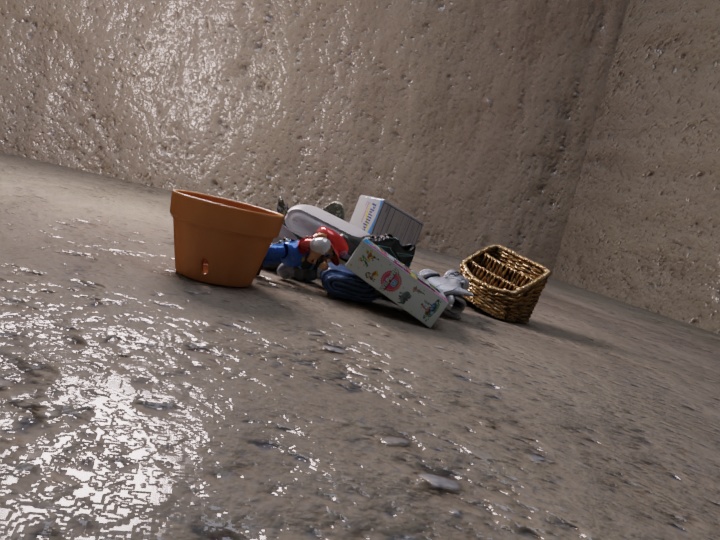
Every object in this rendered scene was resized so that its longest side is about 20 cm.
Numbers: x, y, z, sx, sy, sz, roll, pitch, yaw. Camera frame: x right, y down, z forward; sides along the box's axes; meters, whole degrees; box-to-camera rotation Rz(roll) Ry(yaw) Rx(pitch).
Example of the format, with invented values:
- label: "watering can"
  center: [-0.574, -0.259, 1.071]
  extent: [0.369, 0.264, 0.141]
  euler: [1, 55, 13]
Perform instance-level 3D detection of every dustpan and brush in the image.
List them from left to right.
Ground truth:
- label: "dustpan and brush"
  center: [-0.146, -0.043, 1.390]
  extent: [0.200, 0.057, 0.140]
  euler: [53, -15, 11]

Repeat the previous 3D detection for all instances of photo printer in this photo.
- label: "photo printer"
  center: [-0.082, -0.099, 1.448]
  extent: [0.199, 0.070, 0.166]
  euler: [27, 11, 9]

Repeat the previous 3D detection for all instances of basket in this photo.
- label: "basket"
  center: [0.345, 0.022, 1.495]
  extent: [0.142, 0.149, 0.200]
  euler: [8, 20, -39]

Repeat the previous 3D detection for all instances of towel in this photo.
- label: "towel"
  center: [-0.030, 0.025, 1.250]
  extent: [0.111, 0.049, 0.200]
  euler: [13, 7, -7]

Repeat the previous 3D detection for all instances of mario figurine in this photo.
- label: "mario figurine"
  center: [-0.119, -0.022, 1.196]
  extent: [0.199, 0.106, 0.123]
  euler: [-11, 21, -14]

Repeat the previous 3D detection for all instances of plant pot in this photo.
- label: "plant pot"
  center: [-0.248, -0.054, 1.065]
  extent: [0.199, 0.141, 0.200]
  euler: [13, 7, -1]

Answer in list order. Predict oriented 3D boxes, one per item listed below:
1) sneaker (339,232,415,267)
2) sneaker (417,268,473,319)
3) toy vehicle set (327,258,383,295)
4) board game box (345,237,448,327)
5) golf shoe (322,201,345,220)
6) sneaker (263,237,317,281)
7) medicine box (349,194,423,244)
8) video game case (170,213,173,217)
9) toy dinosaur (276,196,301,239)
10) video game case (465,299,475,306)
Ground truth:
- label: "sneaker"
  center: [0.037, -0.053, 1.311]
  extent: [0.200, 0.079, 0.075]
  euler: [20, 20, -34]
- label: "sneaker"
  center: [0.208, 0.055, 1.330]
  extent: [0.200, 0.075, 0.115]
  euler: [7, 27, -50]
- label: "toy vehicle set"
  center: [0.000, 0.000, 1.430]
  extent: [0.200, 0.027, 0.124]
  euler: [31, 13, 25]
- label: "board game box"
  center: [0.071, 0.019, 1.170]
  extent: [0.200, 0.064, 0.148]
  euler: [35, 6, -1]
- label: "golf shoe"
  center: [-0.084, -0.123, 1.688]
  extent: [0.078, 0.200, 0.097]
  euler: [27, 37, 5]
- label: "sneaker"
  center: [-0.177, -0.038, 1.323]
  extent: [0.199, 0.082, 0.073]
  euler: [15, 9, 21]
- label: "medicine box"
  center: [0.063, -0.095, 1.722]
  extent: [0.103, 0.183, 0.200]
  euler: [19, -3, 46]
- label: "video game case"
  center: [-0.324, -0.091, 1.427]
  extent: [0.182, 0.023, 0.200]
  euler: [38, 22, 26]
- label: "toy dinosaur"
  center: [-0.174, -0.114, 1.596]
  extent: [0.200, 0.077, 0.102]
  euler: [45, 4, -28]
- label: "video game case"
  center: [0.213, 0.054, 1.615]
  extent: [0.199, 0.026, 0.181]
  euler: [12, 7, -24]
